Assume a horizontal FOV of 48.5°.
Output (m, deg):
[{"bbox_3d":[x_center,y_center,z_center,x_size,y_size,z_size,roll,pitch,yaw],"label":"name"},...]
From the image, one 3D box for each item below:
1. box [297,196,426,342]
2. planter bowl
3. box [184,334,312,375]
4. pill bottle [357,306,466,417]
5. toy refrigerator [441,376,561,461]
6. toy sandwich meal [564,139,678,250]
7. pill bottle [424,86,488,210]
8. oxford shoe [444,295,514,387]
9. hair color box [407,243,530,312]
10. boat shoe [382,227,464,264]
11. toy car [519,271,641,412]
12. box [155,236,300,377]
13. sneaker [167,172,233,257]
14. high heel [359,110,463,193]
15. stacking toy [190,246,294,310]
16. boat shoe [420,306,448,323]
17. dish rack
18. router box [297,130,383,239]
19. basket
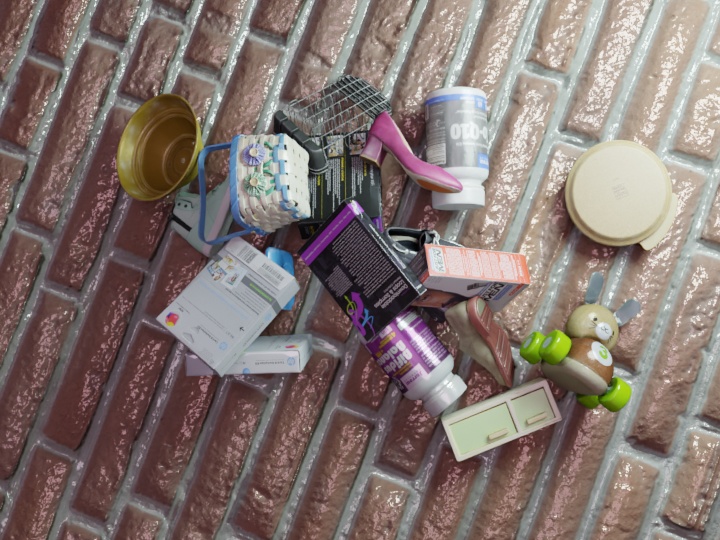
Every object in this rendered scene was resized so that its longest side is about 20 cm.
[{"bbox_3d":[0.000,0.000,1.334,0.143,0.036,0.201,-43,81,34],"label":"box"},{"bbox_3d":[-0.350,-0.214,1.471,0.197,0.083,0.204,-8,74,28],"label":"planter bowl"},{"bbox_3d":[-0.192,0.147,1.409,0.196,0.156,0.042,-4,95,4],"label":"box"},{"bbox_3d":[0.094,0.155,1.414,0.112,0.112,0.201,-40,84,2],"label":"pill bottle"},{"bbox_3d":[0.248,0.263,1.417,0.197,0.070,0.077,-22,85,3],"label":"toy refrigerator"},{"bbox_3d":[0.463,-0.133,1.424,0.201,0.070,0.209,-1,86,10],"label":"toy sandwich meal"},{"bbox_3d":[0.172,-0.214,1.426,0.112,0.114,0.204,-2,87,5],"label":"pill bottle"},{"bbox_3d":[0.214,0.129,1.408,0.074,0.071,0.202,-15,120,28],"label":"oxford shoe"},{"bbox_3d":[0.178,0.016,1.371,0.197,0.111,0.065,6,59,-22],"label":"hair color box"},{"bbox_3d":[0.115,-0.038,1.406,0.197,0.063,0.074,5,51,-24],"label":"boat shoe"},{"bbox_3d":[0.404,0.112,1.381,0.163,0.158,0.201,36,78,-6],"label":"toy car"},{"bbox_3d":[-0.222,0.055,1.342,0.155,0.041,0.200,33,72,27],"label":"box"},{"bbox_3d":[-0.281,-0.139,1.470,0.117,0.074,0.203,30,100,10],"label":"sneaker"},{"bbox_3d":[0.099,-0.203,1.376,0.198,0.067,0.097,24,83,24],"label":"high heel"},{"bbox_3d":[-0.224,0.023,1.463,0.196,0.116,0.112,-4,83,16],"label":"stacking toy"},{"bbox_3d":[0.093,0.017,1.449,0.199,0.070,0.066,41,127,2],"label":"boat shoe"},{"bbox_3d":[-0.048,-0.274,1.446,0.198,0.055,0.153,-33,57,-19],"label":"dish rack"},{"bbox_3d":[-0.036,-0.156,1.427,0.146,0.051,0.203,-4,57,5],"label":"router box"},{"bbox_3d":[-0.189,-0.146,1.356,0.197,0.139,0.180,-13,72,23],"label":"basket"}]
